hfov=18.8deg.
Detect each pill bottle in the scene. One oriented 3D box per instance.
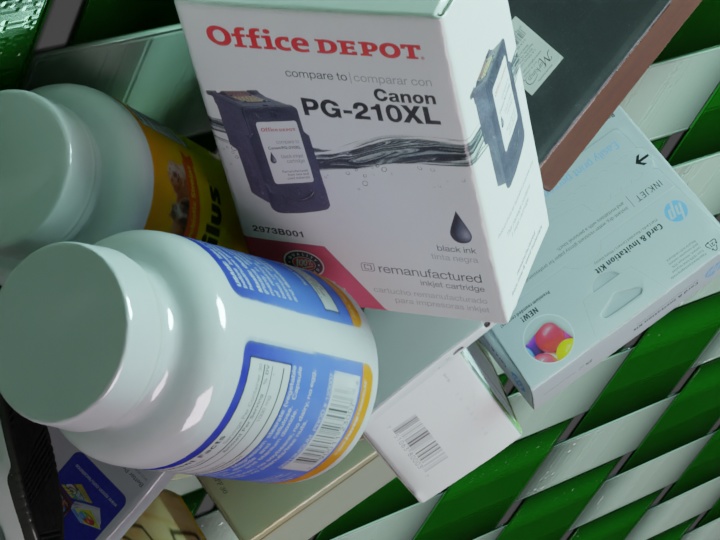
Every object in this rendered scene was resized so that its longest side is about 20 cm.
[{"bbox_3d":[-0.085,0.042,1.046,0.112,0.112,0.199,-45,152,17],"label":"pill bottle"},{"bbox_3d":[-0.133,-0.030,1.126,0.109,0.110,0.200,-42,156,10],"label":"pill bottle"}]

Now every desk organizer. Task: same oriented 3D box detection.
[{"bbox_3d":[0.133,-0.142,1.182,0.200,0.072,0.077,-52,166,6],"label":"desk organizer"}]

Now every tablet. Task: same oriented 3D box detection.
[{"bbox_3d":[0.000,0.000,1.276,0.130,0.200,0.014,-38,133,2],"label":"tablet"}]

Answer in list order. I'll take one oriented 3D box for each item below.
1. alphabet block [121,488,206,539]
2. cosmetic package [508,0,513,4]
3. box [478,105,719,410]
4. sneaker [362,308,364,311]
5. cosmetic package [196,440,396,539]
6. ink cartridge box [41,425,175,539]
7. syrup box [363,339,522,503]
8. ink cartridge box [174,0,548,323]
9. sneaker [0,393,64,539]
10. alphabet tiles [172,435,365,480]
[{"bbox_3d":[-0.193,0.266,1.468,0.195,0.197,0.200,-37,157,13],"label":"alphabet block"},{"bbox_3d":[0.095,-0.177,1.223,0.151,0.052,0.201,-42,162,-34],"label":"cosmetic package"},{"bbox_3d":[0.109,-0.040,1.341,0.155,0.200,0.041,-35,157,-7],"label":"box"},{"bbox_3d":[-0.034,-0.022,1.241,0.079,0.201,0.074,-1,141,12],"label":"sneaker"},{"bbox_3d":[-0.022,0.111,1.555,0.199,0.104,0.073,-36,156,-7],"label":"cosmetic package"},{"bbox_3d":[-0.182,0.130,1.156,0.200,0.099,0.039,-48,172,12],"label":"ink cartridge box"},{"bbox_3d":[0.030,0.048,1.380,0.081,0.200,0.079,-34,119,7],"label":"syrup box"},{"bbox_3d":[0.005,-0.078,1.094,0.201,0.143,0.085,75,30,-41],"label":"ink cartridge box"},{"bbox_3d":[-0.233,0.071,1.096,0.120,0.202,0.084,-21,179,8],"label":"sneaker"},{"bbox_3d":[-0.088,0.110,1.414,0.198,0.006,0.166,-10,-173,-21],"label":"alphabet tiles"}]
